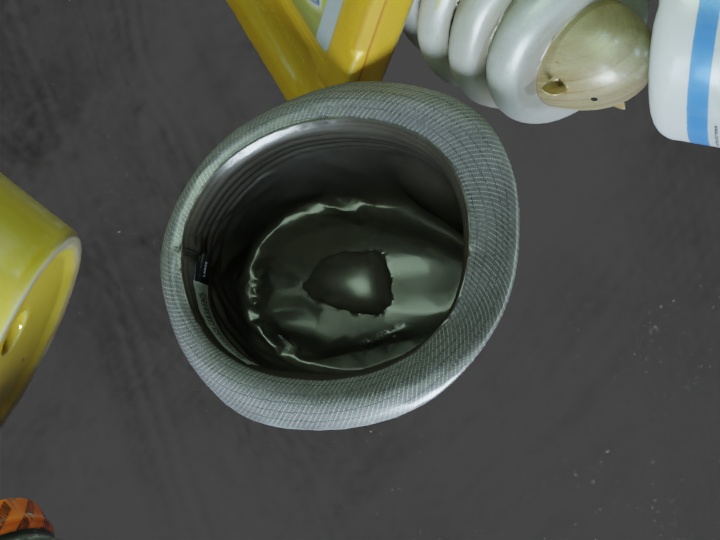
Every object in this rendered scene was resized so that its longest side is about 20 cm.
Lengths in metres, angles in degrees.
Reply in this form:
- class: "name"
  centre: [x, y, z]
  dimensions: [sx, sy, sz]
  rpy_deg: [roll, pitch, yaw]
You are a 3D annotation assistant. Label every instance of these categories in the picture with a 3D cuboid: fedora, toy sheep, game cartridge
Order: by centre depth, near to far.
- class: "toy sheep"
  centre: [0.078, -0.152, 1.127]
  dimensions: [0.138, 0.138, 0.200]
  rpy_deg: [-42, 54, 2]
- class: "fedora"
  centre: [0.000, 0.000, 1.128]
  dimensions: [0.198, 0.090, 0.178]
  rpy_deg: [-9, 72, 20]
- class: "game cartridge"
  centre: [-0.029, -0.187, 1.135]
  dimensions: [0.032, 0.201, 0.177]
  rpy_deg: [-16, 61, -29]

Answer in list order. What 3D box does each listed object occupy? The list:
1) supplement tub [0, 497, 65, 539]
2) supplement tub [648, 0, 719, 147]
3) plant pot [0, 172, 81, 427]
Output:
- class: "supplement tub"
  centre: [-0.154, 0.221, 1.098]
  dimensions: [0.122, 0.123, 0.201]
  rpy_deg: [-36, 69, 4]
- class: "supplement tub"
  centre: [0.246, -0.112, 1.062]
  dimensions: [0.198, 0.132, 0.133]
  rpy_deg: [10, 79, 15]
- class: "plant pot"
  centre: [-0.255, -0.004, 1.158]
  dimensions: [0.188, 0.201, 0.202]
  rpy_deg: [26, 84, 5]
